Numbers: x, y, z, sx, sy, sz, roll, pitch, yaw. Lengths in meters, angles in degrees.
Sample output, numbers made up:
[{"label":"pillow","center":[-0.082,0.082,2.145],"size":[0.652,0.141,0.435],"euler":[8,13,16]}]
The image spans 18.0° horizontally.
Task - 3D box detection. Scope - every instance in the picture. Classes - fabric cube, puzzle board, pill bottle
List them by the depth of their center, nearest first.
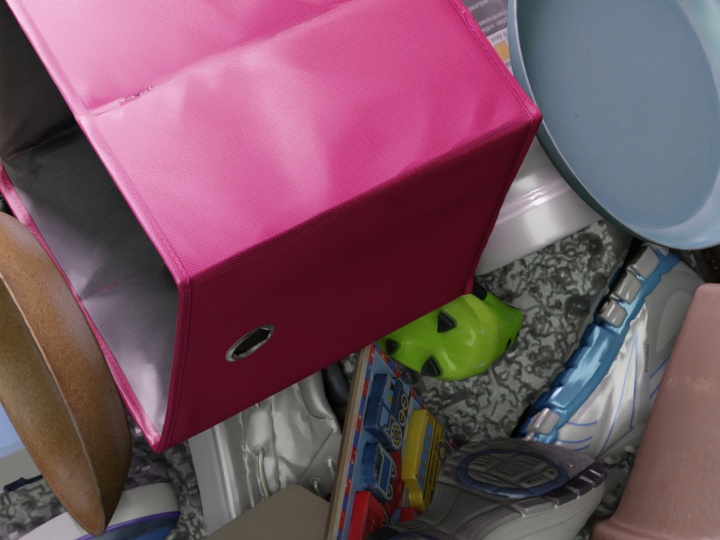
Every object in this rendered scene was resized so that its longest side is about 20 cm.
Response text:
[{"label":"fabric cube","center":[-0.057,-0.063,1.135],"size":[0.198,0.197,0.201],"euler":[-25,69,-21]},{"label":"puzzle board","center":[0.022,0.160,1.206],"size":[0.017,0.151,0.201],"euler":[-7,54,27]},{"label":"pill bottle","center":[0.061,-0.107,1.246],"size":[0.116,0.116,0.201],"euler":[-25,91,6]}]

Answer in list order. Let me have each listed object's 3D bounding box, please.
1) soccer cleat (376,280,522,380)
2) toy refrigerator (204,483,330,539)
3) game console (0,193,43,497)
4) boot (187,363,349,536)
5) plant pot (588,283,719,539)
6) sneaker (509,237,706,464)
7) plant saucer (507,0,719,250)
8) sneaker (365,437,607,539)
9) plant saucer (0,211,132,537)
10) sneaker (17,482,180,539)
[{"label":"soccer cleat","center":[0.000,0.000,1.285],"size":[0.199,0.081,0.068],"euler":[32,115,24]},{"label":"toy refrigerator","center":[-0.010,0.223,1.247],"size":[0.070,0.076,0.201],"euler":[-30,114,-22]},{"label":"game console","center":[-0.262,0.047,1.287],"size":[0.118,0.170,0.201],"euler":[-25,90,32]},{"label":"boot","center":[-0.036,0.129,1.286],"size":[0.095,0.074,0.202],"euler":[-15,90,12]},{"label":"plant pot","center":[0.221,0.098,1.194],"size":[0.198,0.200,0.176],"euler":[5,90,5]},{"label":"sneaker","center":[0.140,0.084,1.272],"size":[0.086,0.075,0.201],"euler":[33,95,-3]},{"label":"plant saucer","center":[0.146,-0.104,1.222],"size":[0.027,0.200,0.201],"euler":[-24,91,45]},{"label":"sneaker","center":[0.058,0.153,1.176],"size":[0.074,0.199,0.088],"euler":[22,127,36]},{"label":"plant saucer","center":[-0.170,0.044,1.207],"size":[0.035,0.200,0.201],"euler":[-27,90,-18]},{"label":"sneaker","center":[-0.162,0.225,1.289],"size":[0.199,0.081,0.147],"euler":[-30,77,13]}]
